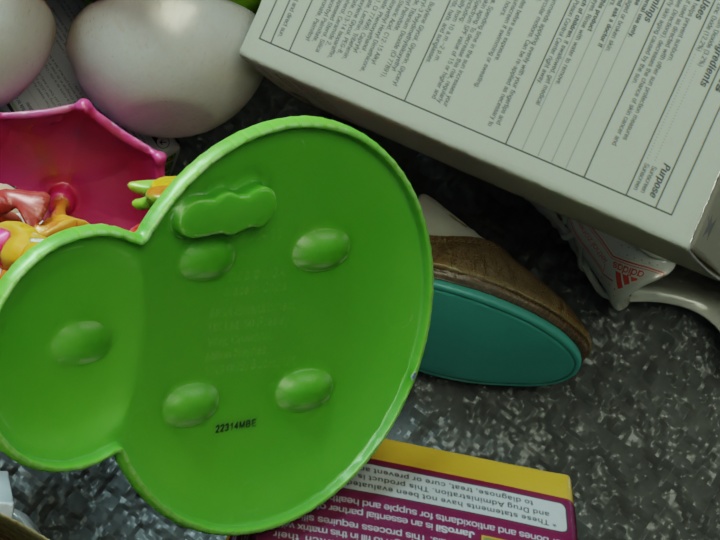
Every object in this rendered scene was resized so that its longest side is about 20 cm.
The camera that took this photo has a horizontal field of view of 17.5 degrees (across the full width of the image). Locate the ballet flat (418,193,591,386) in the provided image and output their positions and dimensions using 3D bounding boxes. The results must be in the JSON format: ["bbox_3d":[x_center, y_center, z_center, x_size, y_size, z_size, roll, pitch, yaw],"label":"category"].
[{"bbox_3d":[0.000,0.000,0.982,0.198,0.068,0.073,5,51,-6],"label":"ballet flat"}]

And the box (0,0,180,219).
[{"bbox_3d":[-0.175,-0.102,0.987,0.110,0.035,0.201,-30,80,-20],"label":"box"}]

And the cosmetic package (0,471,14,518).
[{"bbox_3d":[-0.207,0.169,0.832,0.149,0.052,0.202,4,98,-14],"label":"cosmetic package"}]

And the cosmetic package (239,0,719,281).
[{"bbox_3d":[0.066,-0.084,0.899,0.199,0.073,0.104,26,89,21],"label":"cosmetic package"}]

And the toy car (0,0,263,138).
[{"bbox_3d":[-0.111,-0.157,0.920,0.198,0.150,0.177,5,67,-14],"label":"toy car"}]

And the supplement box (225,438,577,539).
[{"bbox_3d":[0.010,0.165,0.855,0.130,0.104,0.201,13,38,-8],"label":"supplement box"}]

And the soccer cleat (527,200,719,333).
[{"bbox_3d":[0.107,-0.031,1.006,0.199,0.069,0.086,30,57,-6],"label":"soccer cleat"}]

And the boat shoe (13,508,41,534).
[{"bbox_3d":[-0.217,0.119,0.883,0.198,0.069,0.073,1,71,-12],"label":"boat shoe"}]

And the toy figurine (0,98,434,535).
[{"bbox_3d":[-0.106,0.000,0.859,0.199,0.183,0.152,-7,109,-42],"label":"toy figurine"}]

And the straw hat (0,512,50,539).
[{"bbox_3d":[-0.163,0.081,0.754,0.199,0.202,0.086,12,52,-8],"label":"straw hat"}]
